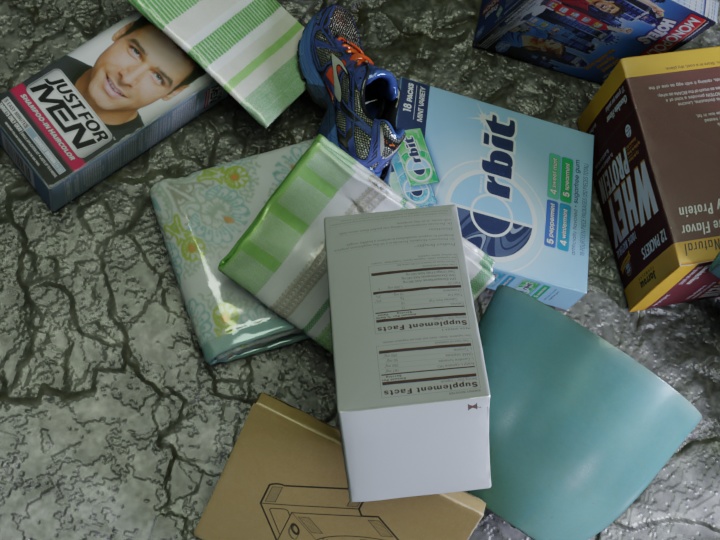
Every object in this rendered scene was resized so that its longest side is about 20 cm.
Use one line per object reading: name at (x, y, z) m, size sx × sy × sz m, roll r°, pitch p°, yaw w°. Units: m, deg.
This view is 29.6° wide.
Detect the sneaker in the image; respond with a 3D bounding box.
sneaker at (0.000, -0.164, 1.229) m, size 0.075 × 0.078 × 0.201 m, roll 18°, pitch 47°, yaw -42°

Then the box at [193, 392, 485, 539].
box at (-0.021, 0.202, 1.105) m, size 0.199 × 0.164 × 0.021 m, roll 26°, pitch 33°, yaw -1°

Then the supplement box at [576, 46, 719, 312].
supplement box at (0.333, -0.089, 1.268) m, size 0.196 × 0.133 × 0.201 m, roll -9°, pitch 73°, yaw -13°

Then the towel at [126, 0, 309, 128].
towel at (-0.127, -0.229, 1.249) m, size 0.200 × 0.023 × 0.153 m, roll 43°, pitch 39°, yaw -3°

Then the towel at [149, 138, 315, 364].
towel at (-0.070, -0.022, 1.224) m, size 0.199 × 0.048 × 0.172 m, roll -17°, pitch 72°, yaw -15°

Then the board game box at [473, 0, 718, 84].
board game box at (0.242, -0.238, 1.294) m, size 0.199 × 0.200 × 0.062 m, roll 20°, pitch 69°, yaw -18°

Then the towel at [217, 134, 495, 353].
towel at (0.000, 0.000, 1.157) m, size 0.200 × 0.031 × 0.149 m, roll 35°, pitch 97°, yaw -17°

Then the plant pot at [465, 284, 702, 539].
plant pot at (0.154, 0.133, 1.136) m, size 0.200 × 0.201 × 0.161 m, roll 34°, pitch 87°, yaw 3°

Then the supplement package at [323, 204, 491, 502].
supplement package at (0.034, 0.060, 1.046) m, size 0.109 × 0.114 × 0.201 m, roll -6°, pitch 44°, yaw 0°

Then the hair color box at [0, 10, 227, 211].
hair color box at (-0.225, -0.153, 1.233) m, size 0.200 × 0.061 × 0.099 m, roll -37°, pitch 81°, yaw -20°

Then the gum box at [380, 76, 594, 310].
gum box at (0.113, -0.071, 1.246) m, size 0.199 × 0.045 × 0.171 m, roll 15°, pitch 62°, yaw -13°

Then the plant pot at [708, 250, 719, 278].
plant pot at (0.425, -0.012, 1.113) m, size 0.200 × 0.141 × 0.141 m, roll 37°, pitch 69°, yaw 3°
